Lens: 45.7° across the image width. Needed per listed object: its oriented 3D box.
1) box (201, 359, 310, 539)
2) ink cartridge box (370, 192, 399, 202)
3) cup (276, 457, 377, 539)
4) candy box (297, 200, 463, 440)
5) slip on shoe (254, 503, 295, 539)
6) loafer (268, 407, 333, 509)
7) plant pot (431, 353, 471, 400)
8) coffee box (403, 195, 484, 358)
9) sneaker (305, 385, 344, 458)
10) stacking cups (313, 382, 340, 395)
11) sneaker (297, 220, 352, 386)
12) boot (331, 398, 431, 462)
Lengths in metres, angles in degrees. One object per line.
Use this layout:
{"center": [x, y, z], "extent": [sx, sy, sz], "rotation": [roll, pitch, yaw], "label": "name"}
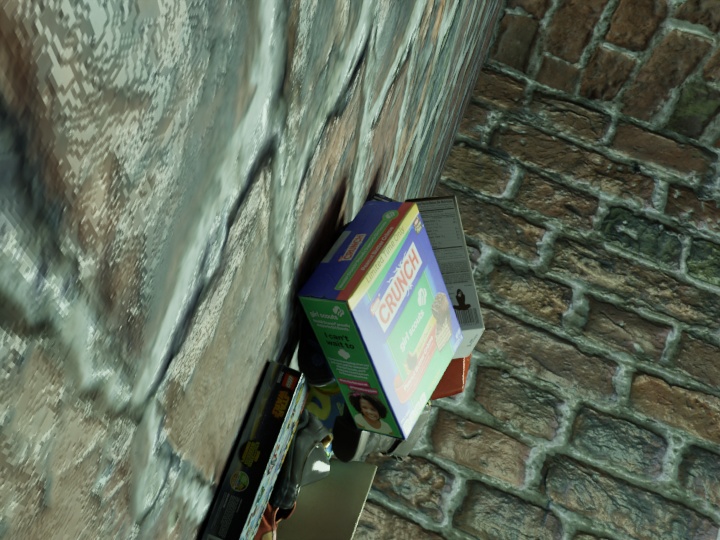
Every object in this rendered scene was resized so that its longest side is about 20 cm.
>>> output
{"center": [-0.107, 0.203, 0.891], "extent": [0.137, 0.039, 0.204], "rotation": [91, 19, -77], "label": "box"}
{"center": [0.000, 0.000, 1.205], "extent": [0.110, 0.049, 0.202], "rotation": [104, 9, -52], "label": "ink cartridge box"}
{"center": [-0.074, 0.361, 1.262], "extent": [0.200, 0.140, 0.204], "rotation": [20, 90, -85], "label": "cup"}
{"center": [0.029, 0.052, 0.954], "extent": [0.170, 0.076, 0.203], "rotation": [-53, 132, -39], "label": "candy box"}
{"center": [-0.108, 0.283, 1.067], "extent": [0.200, 0.060, 0.076], "rotation": [-61, 168, -68], "label": "slip on shoe"}
{"center": [-0.068, 0.227, 1.036], "extent": [0.074, 0.071, 0.201], "rotation": [-62, -174, 18], "label": "loafer"}
{"center": [0.088, 0.099, 1.358], "extent": [0.200, 0.172, 0.205], "rotation": [-55, 147, -69], "label": "plant pot"}
{"center": [0.108, 0.012, 1.207], "extent": [0.115, 0.078, 0.204], "rotation": [103, -21, -64], "label": "coffee box"}
{"center": [-0.056, 0.243, 1.220], "extent": [0.076, 0.103, 0.203], "rotation": [103, 8, -56], "label": "sneaker"}
{"center": [-0.043, 0.119, 1.145], "extent": [0.201, 0.059, 0.062], "rotation": [92, 19, -71], "label": "stacking cups"}
{"center": [-0.017, 0.044, 1.032], "extent": [0.077, 0.074, 0.204], "rotation": [63, 49, -77], "label": "sneaker"}
{"center": [0.046, 0.186, 1.222], "extent": [0.172, 0.069, 0.204], "rotation": [6, 111, -51], "label": "boot"}
